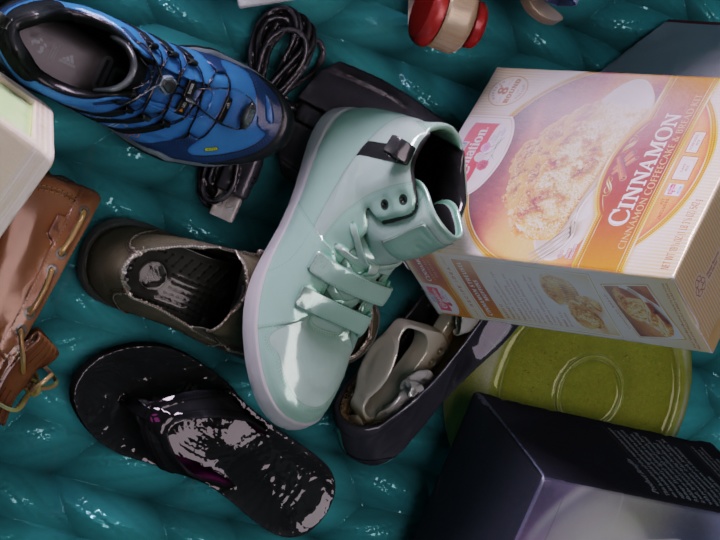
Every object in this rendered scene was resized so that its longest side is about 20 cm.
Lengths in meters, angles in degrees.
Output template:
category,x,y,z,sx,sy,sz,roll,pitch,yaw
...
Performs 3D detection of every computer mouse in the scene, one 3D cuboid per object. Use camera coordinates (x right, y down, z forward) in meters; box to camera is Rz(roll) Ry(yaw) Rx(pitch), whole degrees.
category,x,y,z,sx,sy,sz,roll,pitch,yaw
computer mouse,0.005,-0.069,1.261,0.199,0.053,0.139,23,90,-26

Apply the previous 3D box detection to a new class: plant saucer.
category,x,y,z,sx,sy,sz,roll,pitch,yaw
plant saucer,0.152,0.082,1.372,0.199,0.031,0.202,-5,102,-23

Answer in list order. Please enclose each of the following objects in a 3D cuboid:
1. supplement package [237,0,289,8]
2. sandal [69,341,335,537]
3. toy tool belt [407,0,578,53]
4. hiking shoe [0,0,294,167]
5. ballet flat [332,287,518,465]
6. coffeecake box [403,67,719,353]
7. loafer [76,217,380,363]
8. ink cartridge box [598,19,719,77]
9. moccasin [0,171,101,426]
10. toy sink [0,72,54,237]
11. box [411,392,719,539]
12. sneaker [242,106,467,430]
category,x,y,z,sx,sy,sz,roll,pitch,yaw
supplement package,-0.035,-0.266,1.155,0.113,0.110,0.202,-10,105,0
sandal,-0.092,0.107,1.257,0.200,0.048,0.076,32,87,-27
toy tool belt,0.118,-0.218,1.245,0.122,0.125,0.201,18,94,-18
hiking shoe,-0.129,-0.105,1.163,0.199,0.087,0.075,16,95,-17
ballet flat,0.051,0.039,1.292,0.073,0.073,0.200,43,84,-25
coffeecake box,0.144,-0.042,1.205,0.154,0.199,0.073,-60,136,-27
loafer,-0.076,0.022,1.227,0.199,0.070,0.076,13,96,-21
ink cartridge box,0.258,-0.059,1.325,0.083,0.145,0.201,-37,113,-18
moccasin,-0.208,0.041,1.182,0.077,0.074,0.203,20,83,-16
toy sink,-0.272,-0.092,1.065,0.199,0.130,0.112,35,98,-16
box,0.142,0.210,1.322,0.197,0.123,0.201,13,109,-25
sneaker,0.000,0.000,1.167,0.073,0.118,0.202,19,82,-37
